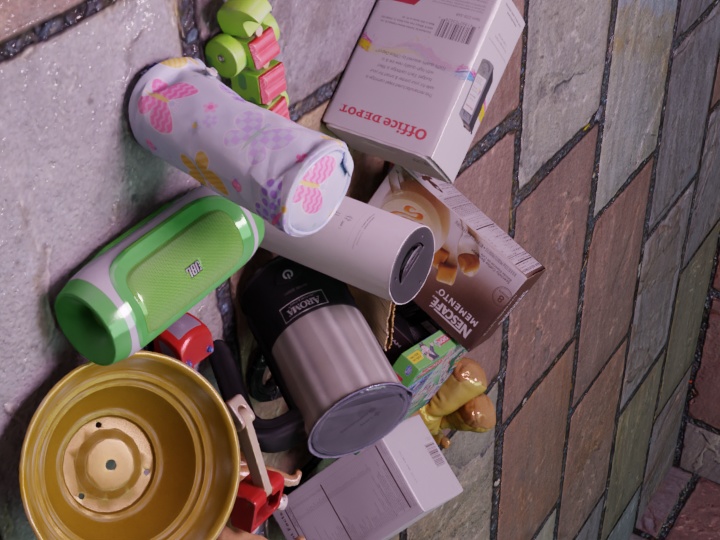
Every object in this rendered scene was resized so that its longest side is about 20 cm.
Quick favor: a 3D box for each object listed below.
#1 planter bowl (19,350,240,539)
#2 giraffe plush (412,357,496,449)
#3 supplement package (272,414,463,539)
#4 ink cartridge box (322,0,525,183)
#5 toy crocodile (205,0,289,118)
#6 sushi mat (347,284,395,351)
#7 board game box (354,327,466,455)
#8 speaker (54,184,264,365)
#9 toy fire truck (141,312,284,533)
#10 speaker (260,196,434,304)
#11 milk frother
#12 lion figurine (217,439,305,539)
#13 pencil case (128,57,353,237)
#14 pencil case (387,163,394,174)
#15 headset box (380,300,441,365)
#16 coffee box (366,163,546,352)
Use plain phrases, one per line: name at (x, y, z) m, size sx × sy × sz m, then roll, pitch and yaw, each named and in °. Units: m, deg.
planter bowl at (-0.214, 0.175, 0.986) m, size 0.198 × 0.083 × 0.203 m, roll 4°, pitch 81°, yaw -29°
giraffe plush at (0.061, 0.190, 1.490) m, size 0.161 × 0.173 × 0.200 m, roll -25°, pitch 165°, yaw -39°
supplement package at (0.005, 0.284, 1.363) m, size 0.200 × 0.114 × 0.109 m, roll -38°, pitch 164°, yaw 27°
ink cartridge box at (0.070, -0.216, 1.196) m, size 0.086 × 0.147 × 0.202 m, roll 32°, pitch 82°, yaw -60°
toy crocodile at (-0.095, -0.173, 1.023) m, size 0.068 × 0.061 × 0.201 m, roll -47°, pitch 145°, yaw -35°
sushi mat at (0.000, 0.000, 1.205) m, size 0.012 × 0.200 × 0.097 m, roll -4°, pitch 116°, yaw -20°
board game box at (0.065, 0.126, 1.264) m, size 0.135 × 0.029 × 0.200 m, roll -57°, pitch 164°, yaw 25°
speaker at (-0.174, -0.002, 0.977) m, size 0.200 × 0.088 × 0.089 m, roll -43°, pitch 143°, yaw -40°
toy fire truck at (-0.145, 0.141, 1.055) m, size 0.049 × 0.140 × 0.202 m, roll -36°, pitch 135°, yaw -45°
speaker at (-0.027, -0.036, 1.088) m, size 0.081 × 0.199 × 0.082 m, roll -37°, pitch 138°, yaw -43°
milk frother at (-0.046, 0.117, 1.172) m, size 0.180 × 0.189 × 0.200 m, roll -35°, pitch 146°, yaw 8°
lion figurine at (-0.123, 0.247, 1.112) m, size 0.121 × 0.201 × 0.073 m, roll 18°, pitch 121°, yaw -22°
pencil case at (-0.101, -0.106, 0.918) m, size 0.091 × 0.199 × 0.084 m, roll -44°, pitch 150°, yaw -26°
pencil case at (0.078, -0.124, 1.343) m, size 0.088 × 0.088 × 0.202 m, roll -15°, pitch 120°, yaw -57°
headset box at (0.015, 0.132, 1.344) m, size 0.201 × 0.075 × 0.148 m, roll -55°, pitch 164°, yaw 21°
coffee box at (0.096, -0.020, 1.262) m, size 0.115 × 0.200 × 0.080 m, roll -52°, pitch 165°, yaw 22°
